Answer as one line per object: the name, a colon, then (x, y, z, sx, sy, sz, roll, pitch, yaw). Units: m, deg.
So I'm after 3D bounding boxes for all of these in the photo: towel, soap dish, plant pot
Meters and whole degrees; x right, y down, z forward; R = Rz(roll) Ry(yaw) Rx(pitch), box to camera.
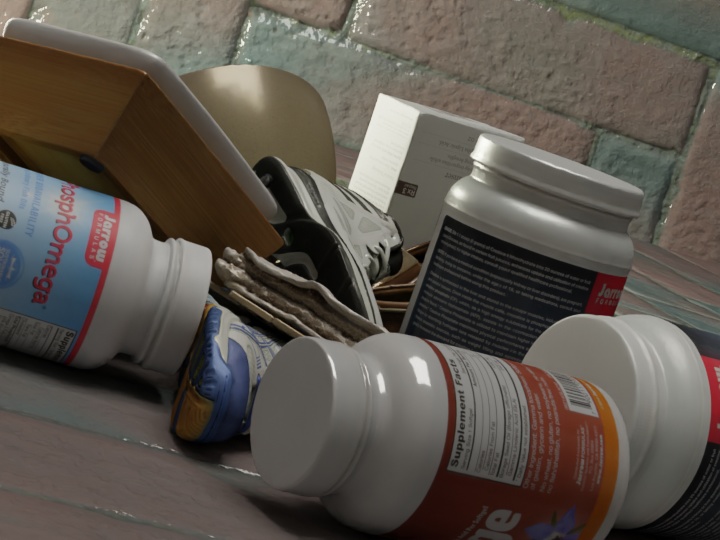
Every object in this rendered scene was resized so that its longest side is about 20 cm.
towel: (0.001, 0.052, 1.552, 0.199, 0.035, 0.133, 32, -6, 16)
soap dish: (-0.159, -0.072, 1.580, 0.157, 0.082, 0.200, 16, -22, 35)
plant pot: (-0.102, -0.041, 1.842, 0.199, 0.200, 0.135, 13, 46, -42)

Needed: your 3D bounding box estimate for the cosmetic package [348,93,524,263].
cosmetic package: (0.045, -0.033, 2.001, 0.112, 0.201, 0.081, 12, 8, -30)

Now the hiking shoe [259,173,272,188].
hiking shoe: (-0.162, -0.063, 1.740, 0.199, 0.101, 0.076, 21, 5, 7)

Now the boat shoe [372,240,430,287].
boat shoe: (0.016, 0.012, 1.914, 0.199, 0.072, 0.076, -15, 15, -37)

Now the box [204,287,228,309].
box: (-0.166, 0.014, 1.722, 0.199, 0.040, 0.137, 22, 9, 21)

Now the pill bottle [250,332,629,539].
pill bottle: (0.043, 0.098, 1.352, 0.199, 0.113, 0.112, 15, 8, -31)

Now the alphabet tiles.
alphabet tiles: (-0.027, 0.061, 1.574, 0.166, 0.006, 0.200, 32, -7, 13)

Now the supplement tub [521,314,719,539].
supplement tub: (0.211, 0.108, 1.609, 0.199, 0.141, 0.140, 14, 9, -37)

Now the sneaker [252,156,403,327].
sneaker: (0.000, 0.000, 1.722, 0.115, 0.076, 0.201, 10, 39, -37)

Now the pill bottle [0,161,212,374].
pill bottle: (-0.198, -0.003, 1.485, 0.199, 0.109, 0.109, 17, 7, -14)

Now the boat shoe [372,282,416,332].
boat shoe: (0.084, 0.027, 1.827, 0.199, 0.074, 0.076, -14, 18, -10)

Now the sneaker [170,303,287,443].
sneaker: (-0.063, 0.066, 1.465, 0.088, 0.076, 0.200, 22, 9, -4)

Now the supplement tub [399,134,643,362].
supplement tub: (0.110, 0.019, 1.709, 0.139, 0.201, 0.140, 19, 7, -3)
